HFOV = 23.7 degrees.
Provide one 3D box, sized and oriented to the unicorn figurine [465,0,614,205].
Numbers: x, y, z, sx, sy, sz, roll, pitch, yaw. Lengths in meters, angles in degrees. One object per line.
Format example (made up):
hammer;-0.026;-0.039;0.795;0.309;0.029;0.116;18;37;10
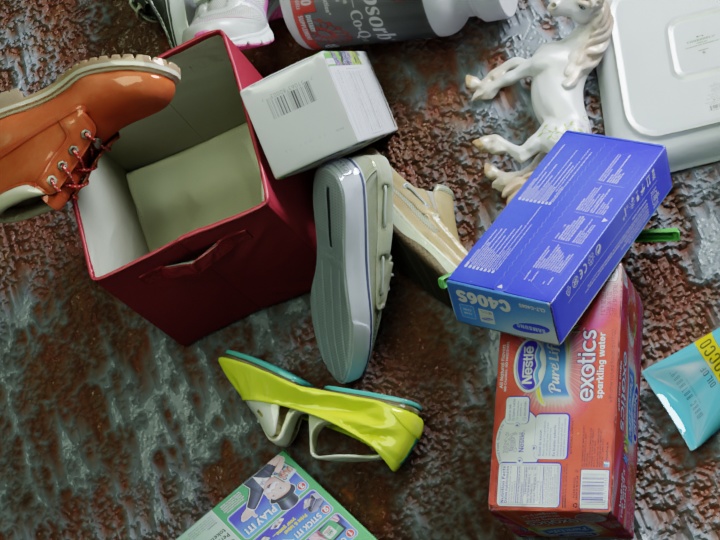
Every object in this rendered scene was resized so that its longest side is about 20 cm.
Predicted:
unicorn figurine;0.160;-0.156;1.470;0.136;0.074;0.203;-13;87;20

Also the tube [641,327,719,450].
tube;0.321;0.055;1.340;0.199;0.050;0.078;-36;54;11

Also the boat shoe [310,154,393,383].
boat shoe;0.000;0.000;1.430;0.061;0.202;0.072;-15;31;-28

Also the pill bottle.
pill bottle;0.034;-0.264;1.531;0.198;0.116;0.117;-3;69;20

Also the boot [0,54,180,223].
boot;-0.228;-0.105;1.400;0.198;0.075;0.109;-19;67;23

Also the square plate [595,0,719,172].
square plate;0.293;-0.187;1.450;0.198;0.028;0.200;-13;65;17

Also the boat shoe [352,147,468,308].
boat shoe;0.054;-0.043;1.470;0.076;0.072;0.200;-39;61;-15

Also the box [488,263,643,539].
box;0.164;0.103;1.349;0.098;0.096;0.202;-2;69;20

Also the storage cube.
storage cube;-0.137;-0.068;1.487;0.169;0.180;0.202;-23;62;12

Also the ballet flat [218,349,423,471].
ballet flat;-0.042;0.121;1.443;0.198;0.067;0.068;15;80;24

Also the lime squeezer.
lime squeezer;0.159;-0.015;1.413;0.197;0.038;0.071;-11;34;1

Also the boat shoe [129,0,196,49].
boat shoe;-0.189;-0.267;1.651;0.063;0.071;0.202;-23;55;10

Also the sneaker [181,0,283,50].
sneaker;-0.117;-0.250;1.543;0.080;0.089;0.200;-11;23;18

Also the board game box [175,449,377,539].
board game box;-0.092;0.254;1.390;0.199;0.029;0.134;-38;60;-21

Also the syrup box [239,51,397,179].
syrup box;-0.031;-0.135;1.456;0.078;0.200;0.082;-22;94;12

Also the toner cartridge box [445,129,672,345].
toner cartridge box;0.158;-0.030;1.339;0.094;0.044;0.200;12;46;35
